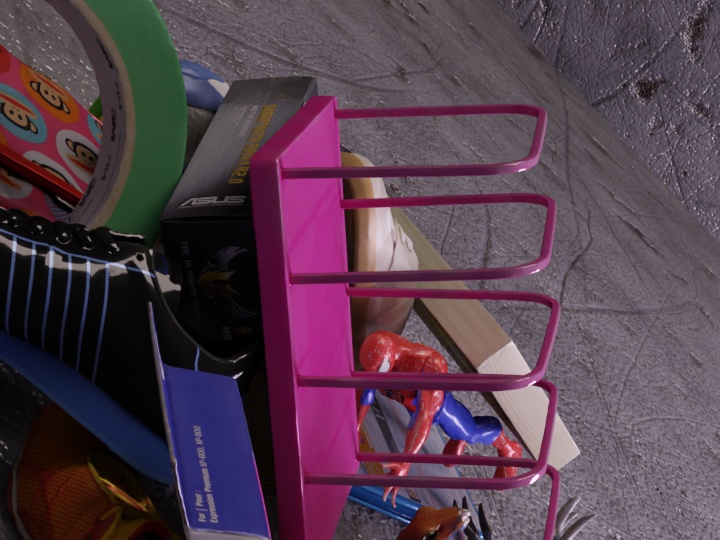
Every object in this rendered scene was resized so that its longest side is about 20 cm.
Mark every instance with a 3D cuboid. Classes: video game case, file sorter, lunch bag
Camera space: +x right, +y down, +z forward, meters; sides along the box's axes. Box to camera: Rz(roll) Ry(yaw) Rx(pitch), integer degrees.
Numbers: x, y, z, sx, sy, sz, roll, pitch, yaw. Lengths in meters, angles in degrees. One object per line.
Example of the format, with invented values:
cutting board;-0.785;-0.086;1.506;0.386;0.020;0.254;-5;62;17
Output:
video game case;-0.010;0.097;0.940;0.199;0.018;0.144;30;24;-37
file sorter;0.030;0.029;0.683;0.124;0.202;0.139;0;17;10
lunch bag;-0.213;-0.053;0.754;0.199;0.082;0.177;32;26;-33

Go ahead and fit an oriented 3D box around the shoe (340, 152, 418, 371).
shoe;0.000;0.000;0.865;0.053;0.201;0.070;-26;56;-22

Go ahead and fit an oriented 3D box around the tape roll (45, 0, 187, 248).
tape roll;-0.179;-0.067;0.657;0.200;0.202;0.048;34;-6;-25

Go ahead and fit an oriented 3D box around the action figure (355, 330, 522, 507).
action figure;0.032;0.104;0.877;0.065;0.100;0.200;19;-19;31

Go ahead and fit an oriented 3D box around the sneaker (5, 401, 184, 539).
sneaker;-0.102;0.118;0.613;0.073;0.077;0.201;29;22;-32

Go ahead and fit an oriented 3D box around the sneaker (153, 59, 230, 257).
sneaker;-0.088;-0.019;0.808;0.089;0.074;0.201;-99;180;-50

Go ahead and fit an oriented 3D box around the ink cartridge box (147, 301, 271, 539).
ink cartridge box;-0.053;0.117;0.587;0.095;0.037;0.202;-110;-170;-53

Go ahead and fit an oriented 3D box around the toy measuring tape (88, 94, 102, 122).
toy measuring tape;-0.135;-0.104;1.037;0.074;0.074;0.200;44;19;1

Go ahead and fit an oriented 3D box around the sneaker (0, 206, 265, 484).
sneaker;-0.130;0.004;0.618;0.200;0.078;0.070;41;-1;-22

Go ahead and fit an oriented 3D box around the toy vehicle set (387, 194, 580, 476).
toy vehicle set;0.058;0.029;0.928;0.200;0.026;0.125;52;-2;46

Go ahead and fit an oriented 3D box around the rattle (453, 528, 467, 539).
rattle;0.057;0.228;0.698;0.143;0.130;0.200;45;-2;-12

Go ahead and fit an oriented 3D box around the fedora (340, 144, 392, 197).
fedora;-0.032;-0.036;1.060;0.200;0.092;0.201;38;20;-16

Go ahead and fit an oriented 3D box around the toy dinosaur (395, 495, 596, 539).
toy dinosaur;0.106;0.204;0.849;0.180;0.105;0.202;8;53;-20

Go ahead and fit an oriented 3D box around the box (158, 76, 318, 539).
box;-0.047;0.024;0.747;0.048;0.202;0.159;0;29;10
